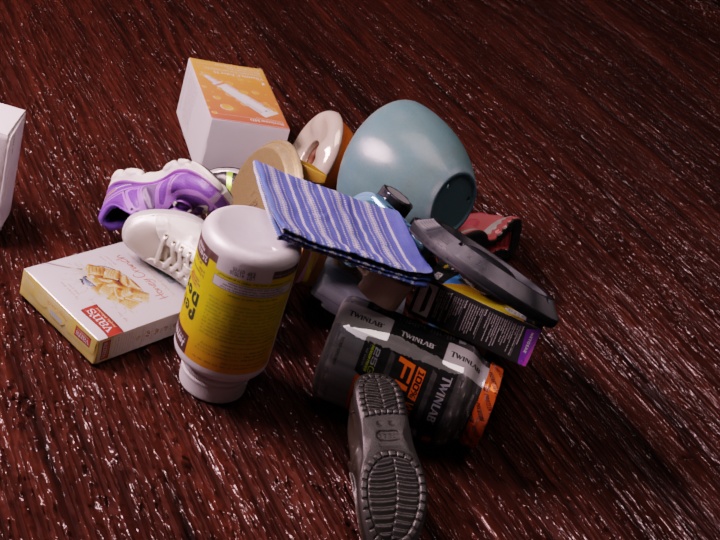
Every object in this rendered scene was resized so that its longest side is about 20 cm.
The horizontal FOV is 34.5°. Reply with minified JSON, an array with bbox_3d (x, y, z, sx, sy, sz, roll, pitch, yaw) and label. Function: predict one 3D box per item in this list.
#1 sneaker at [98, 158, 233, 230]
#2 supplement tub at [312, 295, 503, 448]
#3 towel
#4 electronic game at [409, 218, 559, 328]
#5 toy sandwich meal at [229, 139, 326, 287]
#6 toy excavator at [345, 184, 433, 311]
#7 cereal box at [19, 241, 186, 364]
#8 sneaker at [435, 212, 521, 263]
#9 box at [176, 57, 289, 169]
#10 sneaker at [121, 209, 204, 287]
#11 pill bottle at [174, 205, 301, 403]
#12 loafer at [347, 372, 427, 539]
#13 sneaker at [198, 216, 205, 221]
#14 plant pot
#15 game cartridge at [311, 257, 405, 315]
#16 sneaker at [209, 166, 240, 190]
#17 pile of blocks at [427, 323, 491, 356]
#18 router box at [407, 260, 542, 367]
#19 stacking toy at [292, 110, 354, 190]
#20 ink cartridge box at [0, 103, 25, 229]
[{"bbox_3d":[-0.236,-0.076,1.403,0.197,0.081,0.084,-5,50,36],"label":"sneaker"},{"bbox_3d":[0.054,0.118,1.308,0.197,0.124,0.123,21,30,4],"label":"supplement tub"},{"bbox_3d":[-0.018,-0.053,1.267,0.197,0.024,0.146,19,28,-29],"label":"towel"},{"bbox_3d":[0.140,0.003,1.311,0.198,0.042,0.200,34,8,-5],"label":"electronic game"},{"bbox_3d":[-0.103,-0.067,1.458,0.069,0.207,0.206,14,28,-33],"label":"toy sandwich meal"},{"bbox_3d":[0.019,-0.020,1.375,0.195,0.100,0.199,46,19,28],"label":"toy excavator"},{"bbox_3d":[-0.272,0.027,1.345,0.143,0.040,0.199,37,33,25],"label":"cereal box"},{"bbox_3d":[0.155,-0.041,1.702,0.086,0.075,0.199,19,23,34],"label":"sneaker"},{"bbox_3d":[-0.195,-0.225,1.745,0.122,0.099,0.201,5,33,-24],"label":"box"},{"bbox_3d":[-0.187,-0.009,1.342,0.197,0.074,0.085,21,27,-5],"label":"sneaker"},{"bbox_3d":[-0.137,0.040,1.242,0.107,0.202,0.110,14,30,-8],"label":"pill bottle"},{"bbox_3d":[0.023,0.207,1.197,0.072,0.072,0.203,7,52,-13],"label":"loafer"},{"bbox_3d":[-0.225,-0.039,1.468,0.078,0.077,0.200,-12,34,-24],"label":"sneaker"},{"bbox_3d":[0.083,-0.117,1.612,0.198,0.203,0.134,-12,33,-43],"label":"plant pot"},{"bbox_3d":[0.000,0.000,1.514,0.132,0.042,0.201,28,32,-18],"label":"game cartridge"},{"bbox_3d":[-0.143,-0.073,1.554,0.198,0.073,0.083,27,32,12],"label":"sneaker"},{"bbox_3d":[0.120,0.092,1.456,0.082,0.063,0.199,32,24,26],"label":"pile of blocks"},{"bbox_3d":[0.142,0.047,1.377,0.147,0.052,0.200,25,9,7],"label":"router box"},{"bbox_3d":[-0.006,-0.130,1.712,0.198,0.147,0.147,27,24,-27],"label":"stacking toy"},{"bbox_3d":[-0.509,-0.137,1.365,0.197,0.148,0.086,15,28,-9],"label":"ink cartridge box"}]
